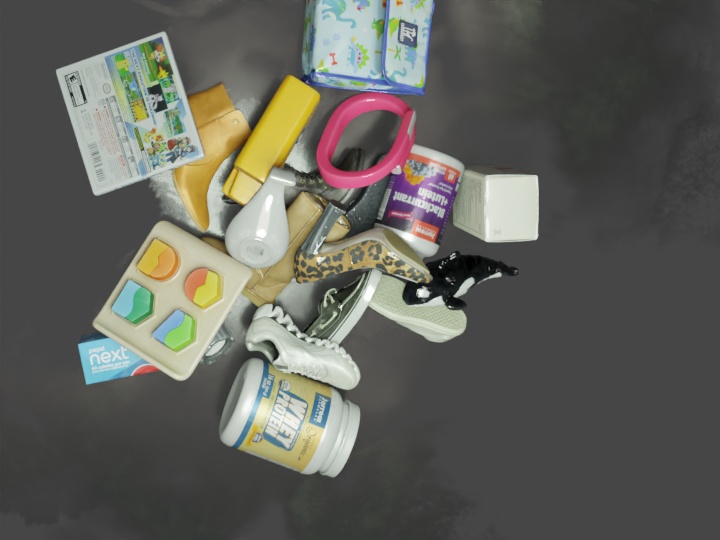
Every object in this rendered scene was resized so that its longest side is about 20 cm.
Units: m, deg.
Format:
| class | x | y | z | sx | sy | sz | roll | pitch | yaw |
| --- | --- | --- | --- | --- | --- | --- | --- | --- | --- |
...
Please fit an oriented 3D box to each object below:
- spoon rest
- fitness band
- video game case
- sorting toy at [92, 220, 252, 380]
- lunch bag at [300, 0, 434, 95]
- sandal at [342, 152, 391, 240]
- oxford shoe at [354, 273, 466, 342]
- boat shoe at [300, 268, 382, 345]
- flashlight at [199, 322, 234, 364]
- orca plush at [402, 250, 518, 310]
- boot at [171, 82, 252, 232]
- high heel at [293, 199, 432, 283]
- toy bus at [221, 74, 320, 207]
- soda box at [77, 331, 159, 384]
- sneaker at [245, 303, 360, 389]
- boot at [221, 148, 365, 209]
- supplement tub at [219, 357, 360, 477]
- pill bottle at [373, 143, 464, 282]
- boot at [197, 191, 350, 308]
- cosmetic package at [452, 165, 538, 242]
| class | x | y | z | sx | sy | sz | roll | pitch | yaw |
| --- | --- | --- | --- | --- | --- | --- | --- | --- | --- |
| spoon rest | -0.141 | -0.080 | 1.624 | 0.098 | 0.061 | 0.201 | 17 | 132 | -12 |
| fitness band | 0.010 | -0.202 | 1.685 | 0.141 | 0.202 | 0.038 | 5 | 140 | 21 |
| video game case | -0.350 | -0.239 | 1.655 | 0.179 | 0.022 | 0.203 | -18 | 87 | 1 |
| sorting toy | -0.285 | 0.039 | 1.637 | 0.183 | 0.037 | 0.202 | 28 | 75 | 19 |
| lunch bag | 0.016 | -0.367 | 1.683 | 0.196 | 0.127 | 0.174 | 5 | 92 | -17 |
| sandal | 0.012 | -0.097 | 1.772 | 0.076 | 0.043 | 0.202 | 35 | 82 | -21 |
| oxford shoe | 0.078 | 0.066 | 1.793 | 0.197 | 0.058 | 0.076 | 22 | 55 | -3 |
| boat shoe | -0.038 | 0.066 | 1.740 | 0.063 | 0.071 | 0.201 | 33 | 118 | -7 |
| flashlight | -0.274 | 0.051 | 1.684 | 0.067 | 0.068 | 0.200 | -23 | 63 | -39 |
| orca plush | 0.163 | 0.004 | 1.768 | 0.196 | 0.106 | 0.072 | -4 | 139 | -9 |
| boot | -0.229 | -0.177 | 1.693 | 0.142 | 0.071 | 0.204 | -22 | 96 | 0 |
| high heel | 0.000 | 0.000 | 1.659 | 0.198 | 0.072 | 0.144 | 32 | 112 | -3 |
| toy bus | -0.137 | -0.191 | 1.656 | 0.064 | 0.078 | 0.202 | 31 | 85 | -3 |
| soda box | -0.342 | 0.123 | 1.727 | 0.196 | 0.064 | 0.069 | -11 | 100 | -8 |
| sneaker | -0.094 | 0.138 | 1.720 | 0.198 | 0.081 | 0.076 | 31 | 131 | -1 |
| boot | -0.104 | -0.149 | 1.723 | 0.173 | 0.069 | 0.201 | 36 | 94 | -14 |
| supplement tub | -0.114 | 0.239 | 1.743 | 0.197 | 0.145 | 0.147 | 22 | 95 | -13 |
| pill bottle | 0.085 | -0.089 | 1.721 | 0.110 | 0.111 | 0.203 | 18 | 91 | -12 |
| boot | -0.142 | -0.053 | 1.701 | 0.174 | 0.067 | 0.200 | 34 | 116 | -24 |
| cosmetic package | 0.210 | -0.109 | 1.717 | 0.086 | 0.200 | 0.105 | -2 | 101 | -9 |
